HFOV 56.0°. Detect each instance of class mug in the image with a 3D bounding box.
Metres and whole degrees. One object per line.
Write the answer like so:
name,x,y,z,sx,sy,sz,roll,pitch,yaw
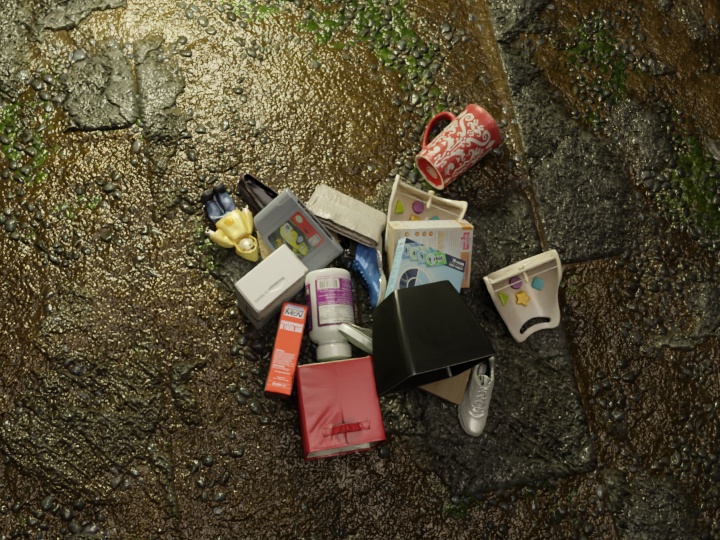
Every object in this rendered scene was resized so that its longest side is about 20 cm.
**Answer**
mug,0.237,-0.316,1.753,0.200,0.177,0.134,-41,120,-13

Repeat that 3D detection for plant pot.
plant pot,0.127,0.133,1.393,0.196,0.200,0.180,-10,71,-22

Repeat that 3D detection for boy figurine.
boy figurine,-0.311,-0.104,1.621,0.123,0.065,0.202,-28,78,-18

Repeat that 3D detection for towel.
towel,-0.033,-0.136,1.641,0.197,0.035,0.133,24,39,-1

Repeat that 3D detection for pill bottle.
pill bottle,-0.069,0.106,1.575,0.110,0.112,0.204,-3,75,-10

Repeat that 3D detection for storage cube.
storage cube,-0.050,0.304,1.482,0.168,0.200,0.183,-7,70,-10

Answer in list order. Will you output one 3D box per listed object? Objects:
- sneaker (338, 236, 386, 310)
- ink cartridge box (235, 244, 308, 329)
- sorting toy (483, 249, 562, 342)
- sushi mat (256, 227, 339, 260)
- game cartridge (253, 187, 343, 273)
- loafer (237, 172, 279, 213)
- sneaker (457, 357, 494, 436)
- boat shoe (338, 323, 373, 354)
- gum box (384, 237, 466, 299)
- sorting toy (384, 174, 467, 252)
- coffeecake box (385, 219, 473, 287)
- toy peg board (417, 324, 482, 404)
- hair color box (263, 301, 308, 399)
sneaker,0.000,0.000,1.630,0.109,0.077,0.204,2,70,-15
ink cartridge box,-0.202,0.040,1.525,0.146,0.200,0.084,-41,84,-17
sorting toy,0.408,0.073,1.668,0.197,0.107,0.183,-20,88,-11
sushi mat,-0.148,-0.071,1.645,0.197,0.012,0.097,-14,103,-13
game cartridge,-0.152,-0.079,1.594,0.132,0.041,0.200,-37,107,21
loafer,-0.219,-0.162,1.648,0.199,0.063,0.072,39,70,0
sneaker,0.278,0.287,1.598,0.074,0.081,0.204,12,75,-7
boat shoe,0.046,0.158,1.501,0.198,0.071,0.064,27,75,0
gum box,0.143,0.049,1.547,0.168,0.044,0.203,19,76,-20
sorting toy,0.138,-0.114,1.682,0.197,0.107,0.183,19,86,-16
coffeecake box,0.166,-0.038,1.636,0.196,0.073,0.156,-2,108,-10
toy peg board,0.163,0.188,1.612,0.197,0.098,0.203,25,73,-18
hair color box,-0.170,0.184,1.538,0.063,0.111,0.204,11,74,-6
